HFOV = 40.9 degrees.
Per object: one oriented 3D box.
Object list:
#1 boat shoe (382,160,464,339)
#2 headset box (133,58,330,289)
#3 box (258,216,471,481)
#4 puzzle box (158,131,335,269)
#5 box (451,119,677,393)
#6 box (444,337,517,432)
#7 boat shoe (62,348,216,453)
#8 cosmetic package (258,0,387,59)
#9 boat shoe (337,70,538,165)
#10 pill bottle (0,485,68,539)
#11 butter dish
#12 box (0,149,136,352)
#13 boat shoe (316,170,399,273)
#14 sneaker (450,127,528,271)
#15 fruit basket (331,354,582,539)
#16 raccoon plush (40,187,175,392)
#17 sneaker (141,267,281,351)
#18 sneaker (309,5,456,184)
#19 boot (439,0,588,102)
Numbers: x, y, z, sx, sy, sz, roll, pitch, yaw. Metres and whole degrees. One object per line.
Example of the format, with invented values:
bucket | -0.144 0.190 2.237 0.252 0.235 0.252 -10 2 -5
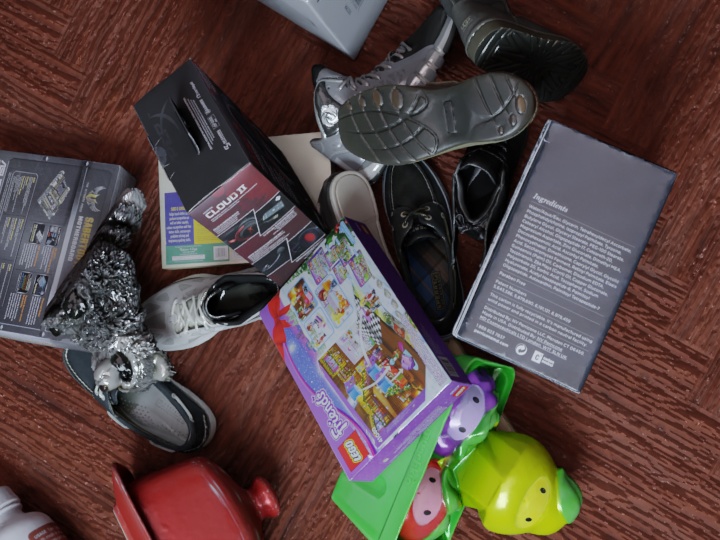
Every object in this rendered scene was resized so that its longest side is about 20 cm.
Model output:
boat shoe | 0.065 -0.032 0.968 0.068 0.057 0.203 -17 73 8
headset box | -0.119 -0.090 0.904 0.075 0.200 0.150 -36 56 7
box | -0.002 0.070 0.888 0.137 0.039 0.201 -46 56 21
puzzle box | -0.122 -0.074 1.039 0.196 0.025 0.136 -3 87 12
box | 0.182 -0.009 0.882 0.122 0.200 0.199 23 92 10
box | 0.047 0.138 0.993 0.162 0.021 0.202 -34 81 8
boat shoe | -0.246 0.127 1.036 0.198 0.060 0.077 26 94 13
cosmetic package | -0.077 -0.333 0.954 0.198 0.199 0.124 32 94 11
boat shoe | 0.076 -0.143 0.916 0.197 0.074 0.077 -1 100 27
pill bottle | -0.347 0.333 1.021 0.112 0.112 0.200 -45 79 6
butter dish | -0.149 0.259 0.966 0.146 0.200 0.201 -26 81 -14
box | -0.345 -0.024 1.052 0.156 0.048 0.203 7 77 11
boat shoe | 0.000 0.000 0.979 0.066 0.057 0.204 -12 88 -25
sneaker | 0.125 -0.100 0.947 0.059 0.104 0.203 12 90 12
fruit basket | 0.102 0.186 0.903 0.212 0.155 0.220 -6 77 27
raccoon plush | -0.226 0.027 0.982 0.133 0.096 0.202 37 69 -21
sneaker | -0.165 0.033 0.996 0.197 0.115 0.077 -16 84 11
sneaker | 0.011 -0.198 0.979 0.114 0.075 0.202 29 94 -6
boot | 0.126 -0.271 0.964 0.073 0.180 0.201 -47 51 24
